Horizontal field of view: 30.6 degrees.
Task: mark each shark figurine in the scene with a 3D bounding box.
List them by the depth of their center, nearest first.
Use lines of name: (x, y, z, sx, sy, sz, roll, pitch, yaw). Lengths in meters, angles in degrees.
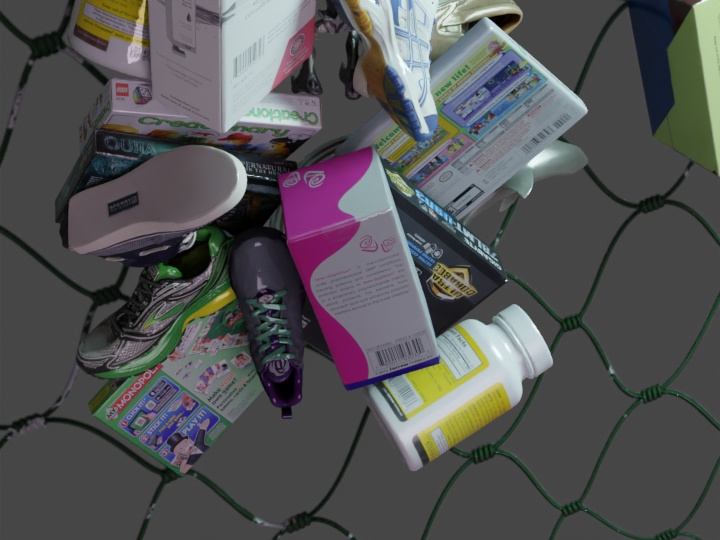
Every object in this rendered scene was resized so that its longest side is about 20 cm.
shark figurine: (0.147, -0.073, 1.399, 0.215, 0.090, 0.128, -46, 122, 1)

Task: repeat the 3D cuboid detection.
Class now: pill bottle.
pill bottle: (-0.179, -0.276, 1.139, 0.108, 0.109, 0.202, 10, 110, -27)
pill bottle: (0.110, 0.125, 1.462, 0.199, 0.111, 0.112, -32, 123, -6)

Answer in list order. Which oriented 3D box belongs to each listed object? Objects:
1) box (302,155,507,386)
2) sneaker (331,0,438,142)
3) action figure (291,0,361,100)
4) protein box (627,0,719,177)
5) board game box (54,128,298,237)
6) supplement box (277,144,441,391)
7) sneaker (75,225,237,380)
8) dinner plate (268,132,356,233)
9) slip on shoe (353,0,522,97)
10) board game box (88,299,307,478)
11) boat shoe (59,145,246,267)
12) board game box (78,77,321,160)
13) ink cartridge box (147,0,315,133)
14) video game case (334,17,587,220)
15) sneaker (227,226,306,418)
box: (0.015, 0.008, 1.346, 0.198, 0.050, 0.199, -40, 126, 20)
sneaker: (0.042, -0.208, 1.171, 0.088, 0.075, 0.201, -36, 128, -14)
action figure: (-0.032, -0.260, 1.220, 0.117, 0.103, 0.202, -11, 134, -16)
protein box: (0.413, -0.245, 1.402, 0.198, 0.135, 0.200, -25, 121, -10)
board game box: (-0.174, -0.074, 1.243, 0.198, 0.028, 0.135, 7, 150, -27)
supplement box: (0.000, 0.000, 1.237, 0.100, 0.104, 0.201, -16, 132, 3)
sneaker: (-0.201, 0.025, 1.286, 0.200, 0.078, 0.085, -41, 141, -3)
dinner plate: (-0.005, -0.052, 1.377, 0.198, 0.024, 0.203, -11, 119, -20)
slip on shoe: (0.076, -0.219, 1.266, 0.199, 0.060, 0.077, -34, 149, -35)
board game box: (-0.169, 0.107, 1.379, 0.200, 0.029, 0.134, -46, 123, 3)
boat shoe: (-0.168, -0.054, 1.184, 0.198, 0.076, 0.092, -12, 161, 28)
board game box: (-0.149, -0.133, 1.217, 0.197, 0.126, 0.035, 2, 76, -24)
ink cartridge box: (-0.102, -0.241, 1.089, 0.147, 0.082, 0.201, -47, 155, -39)
video game case: (0.102, -0.138, 1.301, 0.199, 0.022, 0.181, -40, 139, 21)
sneaker: (-0.079, 0.051, 1.270, 0.073, 0.088, 0.201, -13, 134, -4)
